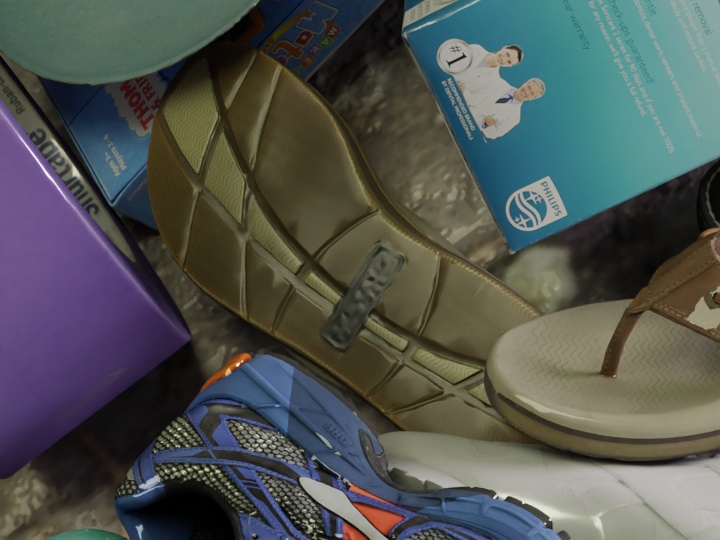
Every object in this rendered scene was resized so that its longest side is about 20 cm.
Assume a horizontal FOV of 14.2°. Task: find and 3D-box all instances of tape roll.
[{"bbox_3d":[-0.151,-0.031,1.012,0.085,0.200,0.200,-37,53,0],"label":"tape roll"}]

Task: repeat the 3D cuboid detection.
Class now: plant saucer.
[{"bbox_3d":[-0.066,-0.157,1.071,0.200,0.039,0.202,-15,64,34],"label":"plant saucer"}]

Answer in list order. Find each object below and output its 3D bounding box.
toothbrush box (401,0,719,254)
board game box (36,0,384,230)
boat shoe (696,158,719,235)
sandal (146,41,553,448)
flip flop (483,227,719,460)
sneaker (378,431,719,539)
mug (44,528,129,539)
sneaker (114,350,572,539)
[{"bbox_3d":[0.120,-0.101,0.961,0.199,0.086,0.146,-26,14,8],"label":"toothbrush box"},{"bbox_3d":[-0.049,-0.137,1.099,0.200,0.037,0.152,-44,52,15],"label":"board game box"},{"bbox_3d":[0.201,-0.055,0.952,0.200,0.066,0.072,-18,56,13],"label":"boat shoe"},{"bbox_3d":[0.000,0.000,1.020,0.200,0.054,0.080,40,97,20],"label":"sandal"},{"bbox_3d":[0.136,0.011,0.923,0.199,0.058,0.081,-9,30,10],"label":"flip flop"},{"bbox_3d":[0.082,0.090,0.926,0.199,0.077,0.080,19,47,35],"label":"sneaker"},{"bbox_3d":[-0.081,0.193,0.901,0.152,0.114,0.185,29,75,35],"label":"mug"},{"bbox_3d":[0.001,0.101,0.892,0.078,0.076,0.200,-32,43,-32],"label":"sneaker"}]
